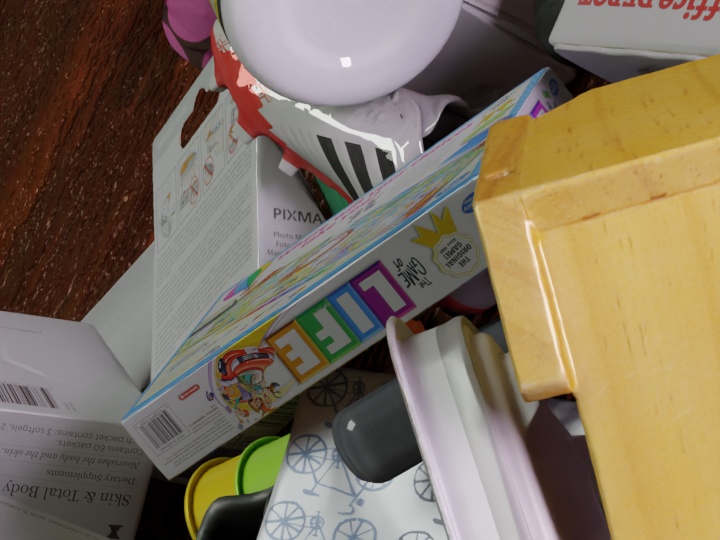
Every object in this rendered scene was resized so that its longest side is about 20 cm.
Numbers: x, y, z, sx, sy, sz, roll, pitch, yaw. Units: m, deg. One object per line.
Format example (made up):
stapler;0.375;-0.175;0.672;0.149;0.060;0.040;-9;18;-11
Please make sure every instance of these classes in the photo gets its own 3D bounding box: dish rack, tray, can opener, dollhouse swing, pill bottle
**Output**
dish rack;0.074;0.116;0.815;0.043;0.172;0.201;-24;62;11
tray;-0.135;0.049;1.385;0.200;0.022;0.108;-45;33;34
can opener;0.071;0.008;0.937;0.199;0.067;0.053;-30;0;-7
dollhouse swing;0.159;0.022;0.793;0.199;0.177;0.182;-16;13;10
pill bottle;-0.029;-0.168;1.106;0.112;0.112;0.200;-54;31;19

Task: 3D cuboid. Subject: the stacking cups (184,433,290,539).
stacking cups;-0.001;0.083;1.096;0.200;0.060;0.061;-32;42;42

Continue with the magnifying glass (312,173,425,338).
magnifying glass;-0.002;-0.024;1.179;0.022;0.080;0.200;-24;47;3

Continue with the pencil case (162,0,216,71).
pencil case;-0.047;-0.204;1.327;0.094;0.090;0.200;-75;10;-50

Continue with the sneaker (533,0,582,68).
sneaker;0.108;-0.187;1.076;0.115;0.075;0.201;21;76;40

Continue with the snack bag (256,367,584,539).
snack bag;0.032;0.142;0.939;0.188;0.021;0.201;8;73;31

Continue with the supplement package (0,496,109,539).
supplement package;-0.134;0.232;1.083;0.151;0.151;0.200;-57;29;13

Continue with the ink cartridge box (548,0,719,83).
ink cartridge box;0.177;-0.160;0.951;0.144;0.084;0.201;15;80;61

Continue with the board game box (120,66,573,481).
board game box;0.000;0.000;1.006;0.200;0.034;0.135;-34;10;27

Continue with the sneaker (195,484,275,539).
sneaker;0.006;0.118;1.015;0.200;0.084;0.075;-25;47;42

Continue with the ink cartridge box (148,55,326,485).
ink cartridge box;-0.063;-0.009;1.221;0.163;0.057;0.201;135;143;-55

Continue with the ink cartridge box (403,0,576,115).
ink cartridge box;0.054;-0.180;1.179;0.145;0.085;0.201;-22;52;53

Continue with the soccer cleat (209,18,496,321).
soccer cleat;0.007;-0.064;1.111;0.200;0.069;0.085;49;116;22

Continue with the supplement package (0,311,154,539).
supplement package;-0.217;0.138;1.274;0.151;0.151;0.201;44;122;60
